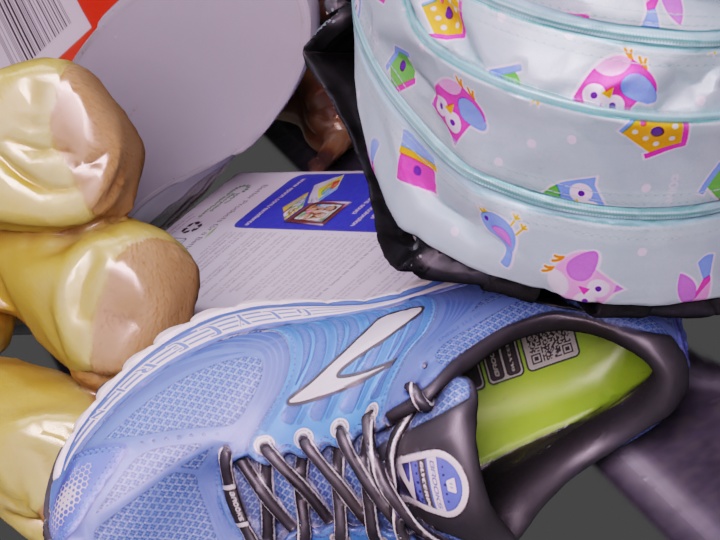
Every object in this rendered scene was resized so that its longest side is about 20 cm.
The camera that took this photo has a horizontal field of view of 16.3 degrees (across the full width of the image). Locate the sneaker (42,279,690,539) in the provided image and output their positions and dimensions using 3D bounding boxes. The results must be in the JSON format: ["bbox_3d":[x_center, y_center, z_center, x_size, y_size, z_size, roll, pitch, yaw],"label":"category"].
[{"bbox_3d":[0.002,0.046,0.720,0.199,0.079,0.089,-24,21,-1],"label":"sneaker"}]

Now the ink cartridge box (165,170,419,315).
[{"bbox_3d":[0.000,0.000,0.873,0.200,0.037,0.095,-1,31,46],"label":"ink cartridge box"}]

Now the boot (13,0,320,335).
[{"bbox_3d":[-0.078,-0.061,0.958,0.200,0.074,0.096,-42,7,29],"label":"boot"}]

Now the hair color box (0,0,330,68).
[{"bbox_3d":[-0.061,-0.123,1.039,0.200,0.064,0.111,-22,-9,-43],"label":"hair color box"}]

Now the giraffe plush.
[{"bbox_3d":[-0.145,0.001,0.859,0.199,0.173,0.162,12,8,5],"label":"giraffe plush"}]

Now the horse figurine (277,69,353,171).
[{"bbox_3d":[0.028,-0.089,1.012,0.200,0.050,0.133,-31,19,-5],"label":"horse figurine"}]

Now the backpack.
[{"bbox_3d":[0.062,-0.075,0.723,0.166,0.127,0.200,3,32,2],"label":"backpack"}]
